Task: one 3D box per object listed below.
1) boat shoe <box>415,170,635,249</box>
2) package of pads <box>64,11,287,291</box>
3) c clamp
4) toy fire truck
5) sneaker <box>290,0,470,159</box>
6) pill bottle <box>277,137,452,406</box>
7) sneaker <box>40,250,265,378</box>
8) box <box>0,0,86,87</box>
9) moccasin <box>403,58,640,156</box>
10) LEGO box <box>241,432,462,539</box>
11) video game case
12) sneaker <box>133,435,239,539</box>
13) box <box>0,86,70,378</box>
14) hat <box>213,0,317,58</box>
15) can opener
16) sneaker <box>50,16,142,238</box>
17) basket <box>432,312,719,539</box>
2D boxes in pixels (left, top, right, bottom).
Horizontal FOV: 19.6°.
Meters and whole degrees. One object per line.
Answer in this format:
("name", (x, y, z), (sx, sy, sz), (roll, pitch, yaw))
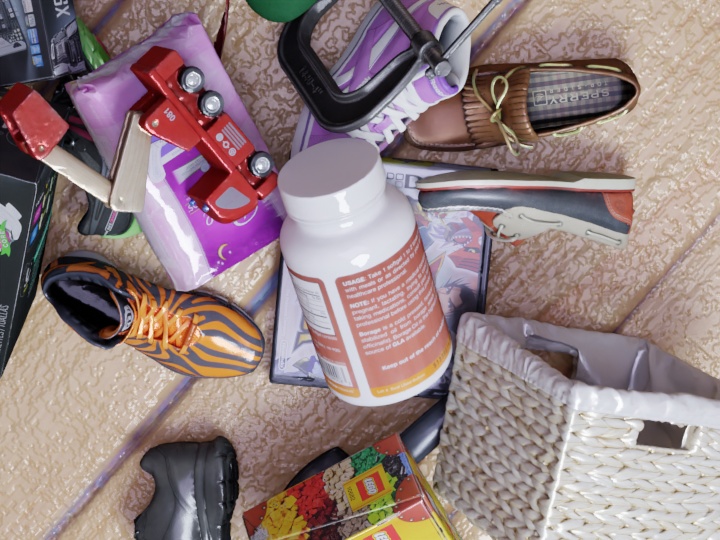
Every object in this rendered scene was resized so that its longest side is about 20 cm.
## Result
("boat shoe", (0.138, -0.051, 1.734), (0.198, 0.071, 0.063), (1, 101, -22))
("package of pads", (-0.144, -0.096, 1.695), (0.120, 0.076, 0.201), (-34, 112, -16))
("c clamp", (0.014, -0.192, 1.684), (0.171, 0.200, 0.027), (-48, 132, 7))
("toy fire truck", (-0.169, -0.095, 1.613), (0.141, 0.049, 0.200), (-45, 116, -11))
("sneaker", (0.020, -0.135, 1.694), (0.072, 0.114, 0.202), (29, 85, -38))
("pill bottle", (0.000, 0.000, 1.676), (0.111, 0.113, 0.201), (-16, 123, 2))
("sneaker", (-0.177, 0.048, 1.739), (0.198, 0.112, 0.078), (19, 97, -3))
("box", (-0.315, -0.248, 1.698), (0.156, 0.050, 0.202), (-5, 99, 30))
("moccasin", (0.134, -0.135, 1.735), (0.199, 0.078, 0.074), (-3, 97, 0))
("LEGO box", (0.012, 0.250, 1.733), (0.148, 0.077, 0.201), (-27, 133, 3))
("video game case", (0.020, 0.004, 1.778), (0.179, 0.026, 0.202), (5, 97, -1))
("sneaker", (-0.151, 0.241, 1.793), (0.090, 0.076, 0.202), (1, 91, 9))
("box", (-0.330, -0.041, 1.684), (0.147, 0.125, 0.201), (15, 125, -3))
("hat", (-0.077, -0.213, 1.667), (0.164, 0.200, 0.178), (15, 81, 17))
("can opener", (0.019, 0.168, 1.771), (0.199, 0.063, 0.079), (-38, 96, 14))
("sneaker", (-0.232, -0.121, 1.735), (0.083, 0.077, 0.202), (-16, 96, -2))
("basket", (0.185, 0.143, 1.688), (0.197, 0.200, 0.162), (9, 103, -28))
